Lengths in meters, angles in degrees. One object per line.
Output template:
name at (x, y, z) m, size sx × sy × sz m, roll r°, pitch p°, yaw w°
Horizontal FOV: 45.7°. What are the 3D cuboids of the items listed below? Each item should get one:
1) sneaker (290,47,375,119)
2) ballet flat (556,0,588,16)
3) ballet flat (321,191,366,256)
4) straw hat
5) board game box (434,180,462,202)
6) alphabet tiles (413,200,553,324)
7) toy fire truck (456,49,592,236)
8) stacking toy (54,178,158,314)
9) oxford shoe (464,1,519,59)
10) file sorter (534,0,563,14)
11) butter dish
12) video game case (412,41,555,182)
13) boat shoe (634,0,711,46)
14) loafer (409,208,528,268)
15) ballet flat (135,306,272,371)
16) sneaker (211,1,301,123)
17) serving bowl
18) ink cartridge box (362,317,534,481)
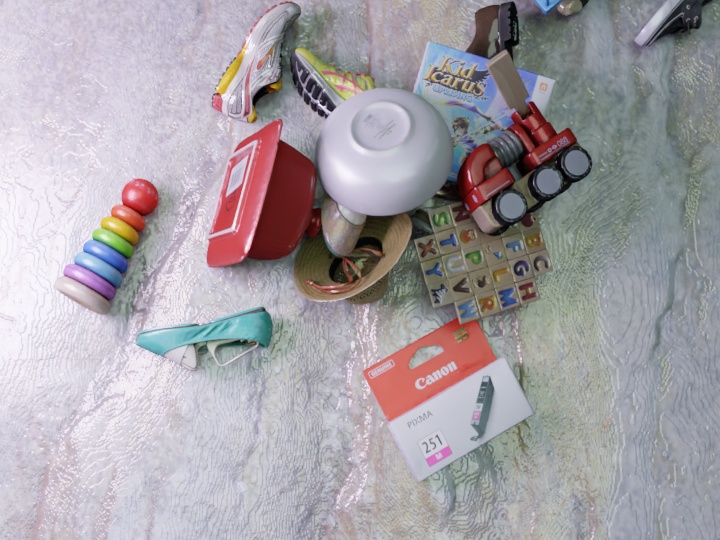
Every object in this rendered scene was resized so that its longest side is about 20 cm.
sneaker at (-0.022, -0.272, 1.298) m, size 0.200 × 0.078 × 0.091 m, roll 43°, pitch 71°, yaw -2°
ballet flat at (0.364, -0.498, 1.369) m, size 0.066 × 0.057 × 0.203 m, roll 27°, pitch 79°, yaw 2°
ballet flat at (-0.015, -0.114, 1.224) m, size 0.067 × 0.067 × 0.203 m, roll 26°, pitch 47°, yaw -28°
straw hat at (0.000, 0.000, 1.236) m, size 0.200 × 0.201 × 0.086 m, roll -36°, pitch 126°, yaw -9°
board game box at (0.153, -0.158, 1.312) m, size 0.196 × 0.019 × 0.105 m, roll 12°, pitch 81°, yaw -2°
alphabet tiles at (0.179, -0.022, 1.230) m, size 0.196 × 0.006 × 0.170 m, roll -16°, pitch 87°, yaw -15°
toy fire truck at (0.204, -0.178, 1.187) m, size 0.174 × 0.129 × 0.202 m, roll -32°, pitch 86°, yaw -10°
stacking toy at (-0.353, -0.043, 1.225) m, size 0.084 × 0.085 × 0.203 m, roll 26°, pitch 75°, yaw 1°
oxford shoe at (0.200, -0.309, 1.327) m, size 0.083 × 0.072 × 0.205 m, roll 0°, pitch 84°, yaw 23°
file sorter at (0.308, -0.515, 1.254) m, size 0.199 × 0.123 × 0.140 m, roll -39°, pitch 76°, yaw 5°
butter dish at (-0.120, -0.089, 1.215) m, size 0.145 × 0.199 × 0.204 m, roll 18°, pitch 79°, yaw -24°
video game case at (0.167, -0.220, 1.263) m, size 0.196 × 0.045 × 0.185 m, roll 16°, pitch 98°, yaw -1°
boat shoe at (0.522, -0.415, 1.366) m, size 0.200 × 0.070 × 0.066 m, roll -43°, pitch 84°, yaw -18°
loafer at (0.163, -0.055, 1.273) m, size 0.196 × 0.075 × 0.071 m, roll 19°, pitch 75°, yaw -11°
ballet flat at (-0.219, 0.104, 1.211) m, size 0.196 × 0.068 × 0.072 m, roll -11°, pitch 73°, yaw -8°
sneaker at (-0.144, -0.314, 1.295) m, size 0.081 × 0.078 × 0.202 m, roll 30°, pitch 88°, yaw -2°
serving bowl at (0.030, -0.178, 1.175) m, size 0.195 × 0.066 × 0.204 m, roll -4°, pitch 60°, yaw 6°
ink cartridge box at (0.126, 0.177, 1.239) m, size 0.197 × 0.044 × 0.176 m, roll -28°, pitch 84°, yaw -9°
